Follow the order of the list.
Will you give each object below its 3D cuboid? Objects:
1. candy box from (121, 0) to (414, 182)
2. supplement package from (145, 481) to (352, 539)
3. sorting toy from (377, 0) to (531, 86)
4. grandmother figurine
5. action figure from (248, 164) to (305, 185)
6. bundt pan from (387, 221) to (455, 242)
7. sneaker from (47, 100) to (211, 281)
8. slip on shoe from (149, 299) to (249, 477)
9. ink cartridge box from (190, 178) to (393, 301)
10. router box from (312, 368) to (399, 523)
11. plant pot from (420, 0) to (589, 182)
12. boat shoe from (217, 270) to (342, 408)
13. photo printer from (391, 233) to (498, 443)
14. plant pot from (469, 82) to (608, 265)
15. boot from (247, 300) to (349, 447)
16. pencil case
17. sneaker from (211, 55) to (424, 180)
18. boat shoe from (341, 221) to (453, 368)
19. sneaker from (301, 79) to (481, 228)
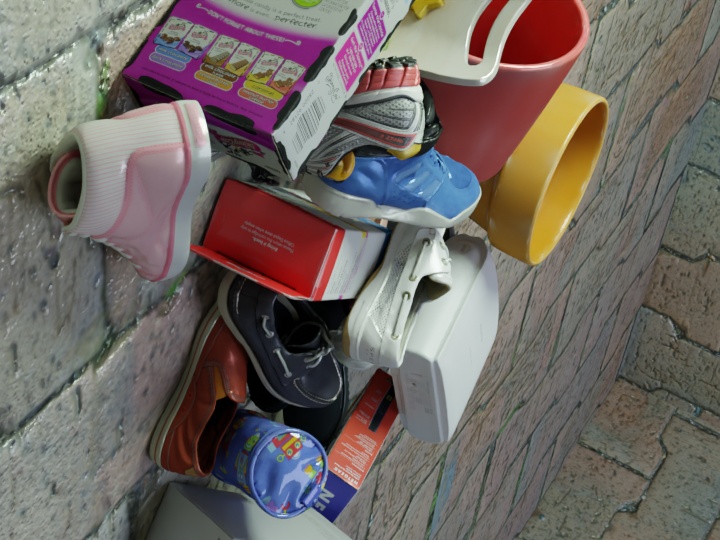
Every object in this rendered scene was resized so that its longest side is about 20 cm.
[{"bbox_3d":[-0.056,-0.177,0.901,0.201,0.135,0.061,-57,154,-18],"label":"candy box"},{"bbox_3d":[-0.111,0.302,1.266,0.199,0.119,0.122,21,96,-45],"label":"supplement package"},{"bbox_3d":[0.053,-0.234,1.051,0.202,0.179,0.107,-61,160,-9],"label":"sorting toy"},{"bbox_3d":[0.000,0.000,1.272,0.121,0.060,0.203,36,54,-62],"label":"grandmother figurine"},{"bbox_3d":[-0.021,-0.119,1.120,0.199,0.101,0.120,-22,137,-59],"label":"action figure"},{"bbox_3d":[0.051,0.008,1.494,0.202,0.075,0.203,-52,158,-32],"label":"bundt pan"},{"bbox_3d":[-0.171,-0.048,0.882,0.103,0.076,0.201,-14,159,-22],"label":"sneaker"},{"bbox_3d":[-0.127,0.099,1.167,0.202,0.061,0.074,-66,159,-1],"label":"slip on shoe"},{"bbox_3d":[-0.057,-0.026,1.113,0.068,0.115,0.200,-68,161,8],"label":"ink cartridge box"},{"bbox_3d":[-0.032,0.236,1.462,0.201,0.049,0.180,-57,180,38],"label":"router box"},{"bbox_3d":[0.104,-0.196,1.247,0.200,0.199,0.178,-46,164,-41],"label":"plant pot"},{"bbox_3d":[-0.058,0.070,1.153,0.073,0.062,0.201,-62,141,-25],"label":"boat shoe"},{"bbox_3d":[0.103,0.071,1.443,0.168,0.069,0.201,80,31,-46],"label":"photo printer"},{"bbox_3d":[0.156,-0.134,1.430,0.201,0.182,0.201,-52,158,-32],"label":"plant pot"},{"bbox_3d":[-0.069,0.115,1.307,0.168,0.076,0.203,-29,135,-63],"label":"boot"},{"bbox_3d":[-0.090,0.179,1.186,0.078,0.087,0.200,-52,-165,-12],"label":"pencil case"},{"bbox_3d":[-0.045,-0.103,0.957,0.078,0.198,0.083,-40,119,-64],"label":"sneaker"},{"bbox_3d":[0.055,0.002,1.159,0.202,0.069,0.071,-63,159,-19],"label":"boat shoe"},{"bbox_3d":[0.050,-0.102,1.062,0.198,0.077,0.112,2,130,-42],"label":"sneaker"}]
